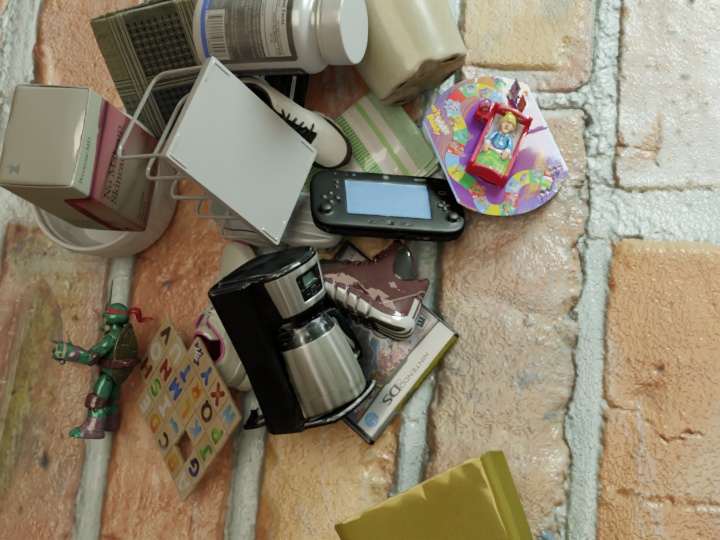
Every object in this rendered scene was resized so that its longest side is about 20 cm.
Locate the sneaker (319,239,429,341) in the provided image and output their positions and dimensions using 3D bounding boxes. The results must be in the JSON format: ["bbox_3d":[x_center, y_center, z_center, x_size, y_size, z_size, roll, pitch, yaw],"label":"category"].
[{"bbox_3d":[0.000,0.000,1.515,0.198,0.076,0.116,27,76,14],"label":"sneaker"}]

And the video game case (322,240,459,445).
[{"bbox_3d":[-0.001,0.092,1.535,0.199,0.025,0.181,39,90,20],"label":"video game case"}]

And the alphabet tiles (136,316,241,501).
[{"bbox_3d":[-0.232,0.167,1.532,0.168,0.007,0.201,-55,52,31],"label":"alphabet tiles"}]

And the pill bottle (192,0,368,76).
[{"bbox_3d":[-0.098,-0.301,1.467,0.197,0.114,0.116,2,77,20],"label":"pill bottle"}]

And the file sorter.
[{"bbox_3d":[-0.179,-0.143,1.473,0.123,0.200,0.140,1,61,45],"label":"file sorter"}]

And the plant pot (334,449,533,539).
[{"bbox_3d":[0.113,0.340,1.364,0.194,0.194,0.202,-27,77,7],"label":"plant pot"}]

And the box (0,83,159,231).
[{"bbox_3d":[-0.348,-0.137,1.481,0.107,0.200,0.130,4,78,17],"label":"box"}]

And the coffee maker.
[{"bbox_3d":[-0.104,0.089,1.443,0.190,0.135,0.202,-21,101,15],"label":"coffee maker"}]

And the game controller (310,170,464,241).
[{"bbox_3d":[0.034,-0.084,1.506,0.197,0.042,0.106,4,53,-9],"label":"game controller"}]

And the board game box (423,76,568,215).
[{"bbox_3d":[0.175,-0.169,1.511,0.156,0.039,0.202,-18,70,-12],"label":"board game box"}]

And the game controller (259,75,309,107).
[{"bbox_3d":[-0.122,-0.256,1.592,0.103,0.042,0.203,8,116,-6],"label":"game controller"}]

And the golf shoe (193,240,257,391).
[{"bbox_3d":[-0.174,0.055,1.550,0.075,0.091,0.203,-22,66,48],"label":"golf shoe"}]

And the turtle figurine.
[{"bbox_3d":[-0.342,0.115,1.563,0.099,0.149,0.203,6,92,22],"label":"turtle figurine"}]

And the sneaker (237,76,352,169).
[{"bbox_3d":[-0.100,-0.190,1.546,0.198,0.080,0.074,29,101,-10],"label":"sneaker"}]

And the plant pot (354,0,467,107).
[{"bbox_3d":[0.043,-0.326,1.548,0.199,0.200,0.185,-29,82,7],"label":"plant pot"}]

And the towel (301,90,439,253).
[{"bbox_3d":[-0.007,-0.140,1.593,0.199,0.023,0.153,-38,70,4],"label":"towel"}]

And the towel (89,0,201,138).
[{"bbox_3d":[-0.252,-0.282,1.626,0.190,0.202,0.035,-8,35,15],"label":"towel"}]

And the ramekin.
[{"bbox_3d":[-0.347,-0.112,1.638,0.197,0.105,0.203,-4,76,15],"label":"ramekin"}]

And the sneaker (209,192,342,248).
[{"bbox_3d":[-0.105,-0.064,1.574,0.198,0.071,0.074,15,69,26],"label":"sneaker"}]
